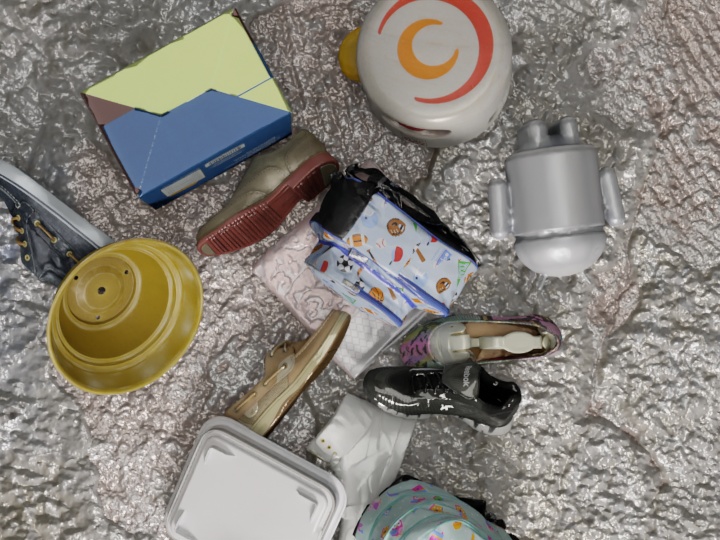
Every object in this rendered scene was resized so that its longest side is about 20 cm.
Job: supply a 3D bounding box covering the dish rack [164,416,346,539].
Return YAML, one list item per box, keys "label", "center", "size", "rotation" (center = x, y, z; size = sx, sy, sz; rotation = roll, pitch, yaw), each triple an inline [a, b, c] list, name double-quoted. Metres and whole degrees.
- label: "dish rack"
  center: [-0.131, 0.286, 1.730]
  size: [0.199, 0.044, 0.173]
  rotation: [27, 102, 9]

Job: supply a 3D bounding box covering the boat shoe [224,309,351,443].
- label: "boat shoe"
  center: [-0.088, 0.118, 1.744]
  size: [0.064, 0.071, 0.200]
  rotation: [40, 102, 8]

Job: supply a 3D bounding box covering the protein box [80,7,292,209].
- label: "protein box"
  center: [-0.194, -0.181, 1.694]
  size: [0.197, 0.200, 0.136]
  rotation: [-29, 90, -3]

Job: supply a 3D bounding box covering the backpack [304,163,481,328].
- label: "backpack"
  center: [0.035, -0.019, 1.684]
  size: [0.189, 0.200, 0.155]
  rotation: [27, 95, -11]

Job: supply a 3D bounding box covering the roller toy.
- label: "roller toy"
  center: [0.087, -0.243, 1.739]
  size: [0.199, 0.140, 0.183]
  rotation: [-28, 80, 1]

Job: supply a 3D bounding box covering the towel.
- label: "towel"
  center: [0.000, 0.000, 1.784]
  size: [0.200, 0.032, 0.191]
  rotation: [-42, 91, -4]

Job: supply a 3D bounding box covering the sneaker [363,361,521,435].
- label: "sneaker"
  center: [0.104, 0.139, 1.740]
  size: [0.198, 0.091, 0.067]
  rotation: [14, 53, -13]

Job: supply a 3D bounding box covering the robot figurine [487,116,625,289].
- label: "robot figurine"
  center: [0.235, -0.080, 1.755]
  size: [0.168, 0.113, 0.202]
  rotation: [-6, 89, -6]

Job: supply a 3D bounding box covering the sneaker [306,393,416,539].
- label: "sneaker"
  center: [-0.019, 0.250, 1.762]
  size: [0.115, 0.074, 0.201]
  rotation: [21, 79, 0]

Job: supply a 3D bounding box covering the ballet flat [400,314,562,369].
- label: "ballet flat"
  center: [0.148, 0.086, 1.768]
  size: [0.198, 0.071, 0.070]
  rotation: [-5, 90, -2]

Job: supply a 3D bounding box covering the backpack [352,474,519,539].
- label: "backpack"
  center: [0.091, 0.329, 1.704]
  size: [0.200, 0.126, 0.167]
  rotation: [42, 82, -33]

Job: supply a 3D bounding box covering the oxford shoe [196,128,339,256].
- label: "oxford shoe"
  center: [-0.122, -0.093, 1.773]
  size: [0.199, 0.071, 0.075]
  rotation: [-34, 64, -2]

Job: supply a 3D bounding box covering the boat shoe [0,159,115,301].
- label: "boat shoe"
  center: [-0.392, -0.052, 1.745]
  size: [0.200, 0.071, 0.091]
  rotation: [37, 83, -3]

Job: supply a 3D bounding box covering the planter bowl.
- label: "planter bowl"
  center: [-0.291, 0.039, 1.724]
  size: [0.199, 0.083, 0.202]
  rotation: [-18, 124, -29]
